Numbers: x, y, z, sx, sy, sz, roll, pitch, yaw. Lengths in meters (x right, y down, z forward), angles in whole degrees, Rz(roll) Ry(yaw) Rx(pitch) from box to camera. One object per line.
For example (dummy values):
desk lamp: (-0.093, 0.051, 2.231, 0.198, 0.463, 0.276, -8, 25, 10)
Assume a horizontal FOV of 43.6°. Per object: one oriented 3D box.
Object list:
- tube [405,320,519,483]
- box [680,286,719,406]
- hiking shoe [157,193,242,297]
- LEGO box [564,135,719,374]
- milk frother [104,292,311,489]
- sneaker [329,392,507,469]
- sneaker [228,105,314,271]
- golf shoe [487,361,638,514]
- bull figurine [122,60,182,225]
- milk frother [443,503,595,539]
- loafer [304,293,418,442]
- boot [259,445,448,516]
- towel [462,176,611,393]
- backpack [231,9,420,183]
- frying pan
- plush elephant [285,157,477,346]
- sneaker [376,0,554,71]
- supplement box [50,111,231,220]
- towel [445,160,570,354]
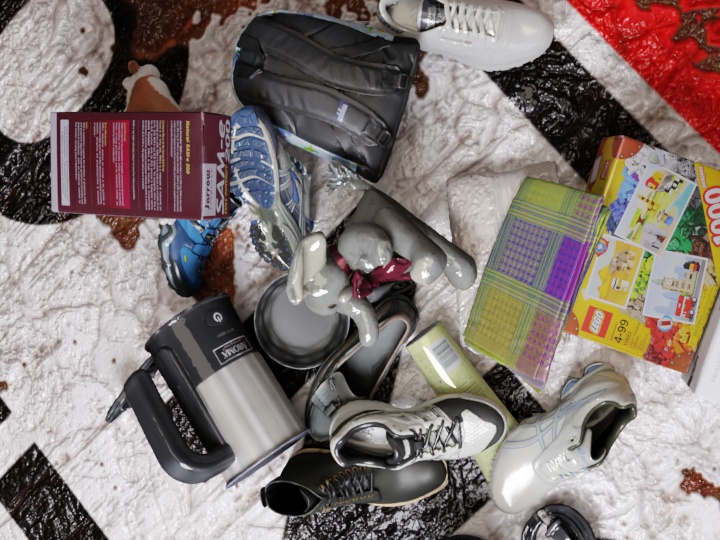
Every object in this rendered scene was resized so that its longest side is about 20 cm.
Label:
tube: (0.126, 0.154, 1.018, 0.202, 0.052, 0.058, 54, 142, 1)
box: (0.449, 0.059, 0.886, 0.196, 0.131, 0.203, 21, 96, 13)
hiking shoe: (-0.187, -0.067, 1.073, 0.085, 0.074, 0.205, 7, 93, 17)
LEGO box: (0.294, -0.018, 0.934, 0.146, 0.077, 0.204, 18, 95, -2)
milk frother: (-0.189, 0.166, 1.055, 0.178, 0.200, 0.190, -28, 78, -29)
sneaker: (0.061, 0.184, 0.969, 0.195, 0.088, 0.078, -7, 103, 9)
sneaker: (-0.098, -0.103, 1.014, 0.076, 0.086, 0.203, 13, 135, 27)
golf shoe: (0.213, 0.188, 0.955, 0.078, 0.097, 0.201, 38, 97, -12)
bull figurine: (-0.231, -0.146, 1.033, 0.200, 0.065, 0.122, 43, 96, 19)
milk frother: (0.144, 0.340, 0.936, 0.178, 0.188, 0.204, 26, 97, 12)
loafer: (-0.005, 0.116, 1.032, 0.071, 0.063, 0.202, 33, 101, -5)
boot: (-0.005, 0.242, 1.004, 0.195, 0.138, 0.080, -8, 90, 14)
towel: (0.178, 0.009, 0.935, 0.022, 0.143, 0.204, 15, 97, -31)
backpack: (-0.050, -0.209, 1.012, 0.195, 0.154, 0.167, 15, 100, -8)
frying pan: (-0.041, 0.032, 1.055, 0.189, 0.031, 0.115, -41, 101, 3)
plush elephant: (0.000, 0.000, 0.955, 0.199, 0.164, 0.156, 38, 101, 13)
sneaker: (0.114, -0.269, 0.990, 0.195, 0.080, 0.078, 8, 92, 12)
supplement box: (-0.236, -0.114, 0.962, 0.195, 0.061, 0.112, 5, 98, 23)
towel: (0.166, -0.012, 1.007, 0.129, 0.034, 0.205, -7, 90, 14)
